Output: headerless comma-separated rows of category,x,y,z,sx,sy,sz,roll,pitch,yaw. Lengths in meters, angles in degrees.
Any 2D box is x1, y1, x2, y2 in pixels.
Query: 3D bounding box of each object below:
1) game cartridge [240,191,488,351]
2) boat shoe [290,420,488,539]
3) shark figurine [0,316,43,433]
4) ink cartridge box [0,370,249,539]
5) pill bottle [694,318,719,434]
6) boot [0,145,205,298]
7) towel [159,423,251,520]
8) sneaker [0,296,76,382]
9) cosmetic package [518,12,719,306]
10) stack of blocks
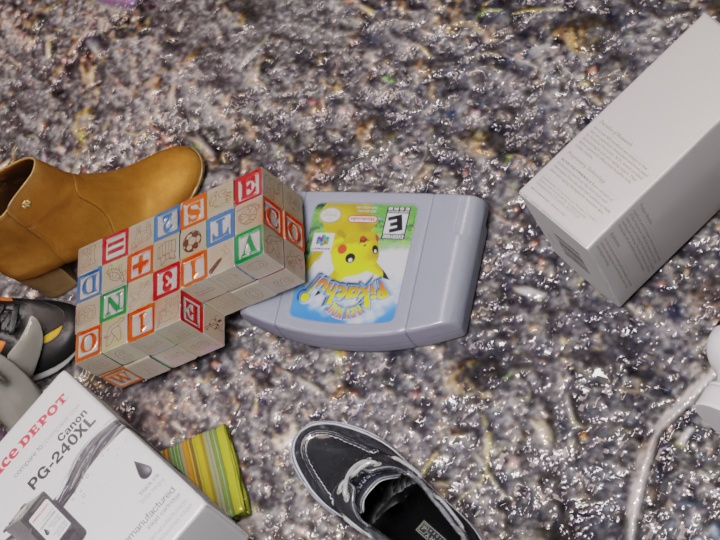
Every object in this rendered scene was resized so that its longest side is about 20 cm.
game cartridge,0.000,0.000,1.447,0.199,0.040,0.134,2,69,25
boat shoe,0.014,0.171,1.331,0.072,0.068,0.200,-48,56,-5
shark figurine,-0.338,0.085,1.449,0.214,0.089,0.129,17,84,-15
ink cartridge box,-0.210,0.196,1.387,0.200,0.083,0.145,36,82,36
pill bottle,0.320,0.034,1.240,0.112,0.112,0.200,29,79,32
boot,-0.240,-0.064,1.519,0.201,0.144,0.071,-39,56,1
towel,-0.187,0.199,1.438,0.200,0.018,0.086,-24,54,11
sneaker,-0.339,0.052,1.534,0.199,0.090,0.070,-5,63,22
cosmetic package,0.231,-0.083,1.343,0.200,0.108,0.085,-44,55,-4
stack of blocks,-0.143,0.008,1.463,0.200,0.059,0.115,-23,53,26
